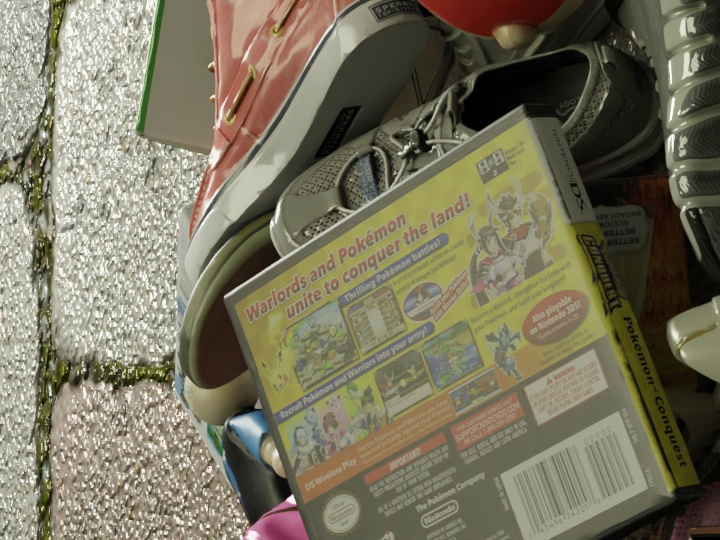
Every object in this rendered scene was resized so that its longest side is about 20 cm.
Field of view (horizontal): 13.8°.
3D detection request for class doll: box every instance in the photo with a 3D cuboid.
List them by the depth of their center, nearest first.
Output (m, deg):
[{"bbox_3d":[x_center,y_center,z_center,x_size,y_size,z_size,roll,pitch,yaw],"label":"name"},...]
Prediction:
[{"bbox_3d":[-0.036,0.125,1.506,0.137,0.048,0.201,85,162,-63],"label":"doll"}]

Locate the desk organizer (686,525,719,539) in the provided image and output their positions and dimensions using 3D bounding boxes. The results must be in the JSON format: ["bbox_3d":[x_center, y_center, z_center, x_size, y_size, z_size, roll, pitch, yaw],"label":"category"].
[{"bbox_3d":[0.185,0.203,1.223,0.072,0.077,0.202,-9,80,60],"label":"desk organizer"}]

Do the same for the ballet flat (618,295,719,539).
[{"bbox_3d":[0.149,0.060,1.265,0.201,0.071,0.069,-61,11,22],"label":"ballet flat"}]

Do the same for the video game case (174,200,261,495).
[{"bbox_3d":[-0.046,0.088,1.599,0.200,0.022,0.183,56,158,28],"label":"video game case"}]

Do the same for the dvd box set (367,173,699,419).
[{"bbox_3d":[0.082,0.062,1.345,0.029,0.145,0.202,9,-104,-82],"label":"dvd box set"}]

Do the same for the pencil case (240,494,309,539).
[{"bbox_3d":[0.023,0.088,1.419,0.093,0.200,0.091,34,161,19],"label":"pencil case"}]

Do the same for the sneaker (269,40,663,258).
[{"bbox_3d":[0.042,-0.062,1.390,0.199,0.082,0.075,-26,61,12],"label":"sneaker"}]

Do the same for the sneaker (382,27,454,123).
[{"bbox_3d":[0.027,-0.148,1.525,0.201,0.071,0.073,113,-179,-46],"label":"sneaker"}]

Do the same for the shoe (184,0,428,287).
[{"bbox_3d":[-0.044,-0.084,1.459,0.091,0.071,0.200,55,131,27],"label":"shoe"}]

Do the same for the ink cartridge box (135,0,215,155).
[{"bbox_3d":[-0.055,-0.150,1.579,0.200,0.082,0.148,-67,-13,-76],"label":"ink cartridge box"}]

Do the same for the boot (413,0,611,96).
[{"bbox_3d":[0.062,-0.124,1.448,0.200,0.095,0.074,-55,42,44],"label":"boot"}]

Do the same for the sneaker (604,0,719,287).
[{"bbox_3d":[0.155,-0.087,1.324,0.115,0.074,0.202,160,104,-79],"label":"sneaker"}]

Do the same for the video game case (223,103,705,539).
[{"bbox_3d":[0.040,0.052,1.301,0.200,0.025,0.182,-32,72,37],"label":"video game case"}]

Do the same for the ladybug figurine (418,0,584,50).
[{"bbox_3d":[0.048,-0.198,1.326,0.135,0.072,0.201,-17,84,27],"label":"ladybug figurine"}]

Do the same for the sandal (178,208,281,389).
[{"bbox_3d":[0.001,-0.001,1.459,0.057,0.200,0.080,55,168,40],"label":"sandal"}]
